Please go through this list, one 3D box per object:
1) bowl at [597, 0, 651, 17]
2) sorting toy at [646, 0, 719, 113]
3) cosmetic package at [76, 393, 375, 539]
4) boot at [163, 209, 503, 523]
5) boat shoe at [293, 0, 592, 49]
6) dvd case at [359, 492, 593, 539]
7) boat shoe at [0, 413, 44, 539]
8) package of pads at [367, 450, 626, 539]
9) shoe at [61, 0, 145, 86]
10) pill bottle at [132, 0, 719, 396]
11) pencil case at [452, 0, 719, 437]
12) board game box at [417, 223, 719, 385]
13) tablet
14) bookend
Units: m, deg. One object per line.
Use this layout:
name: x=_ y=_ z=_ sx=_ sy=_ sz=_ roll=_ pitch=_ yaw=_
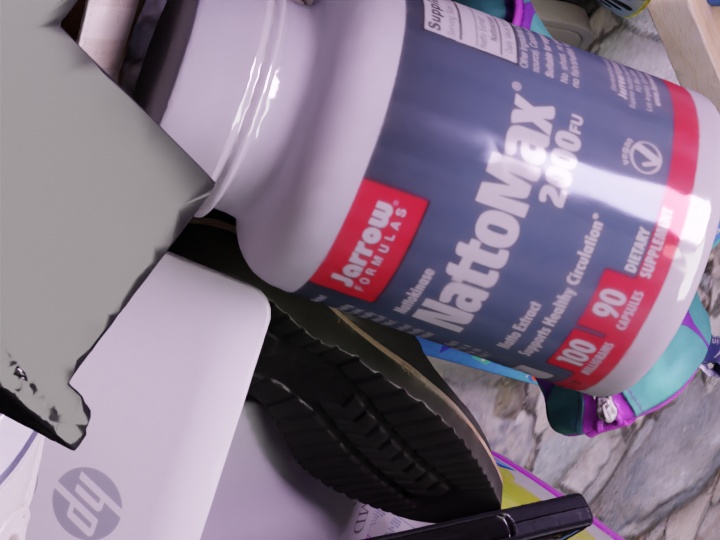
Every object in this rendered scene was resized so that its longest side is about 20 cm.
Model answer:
bowl: x=0.073 y=-0.205 z=1.100 sx=0.201 sy=0.094 sz=0.202 roll=-175 pitch=-90 yaw=-83
sorting toy: x=0.176 y=-0.173 z=1.211 sx=0.200 sy=0.069 sz=0.200 roll=49 pitch=42 yaw=-66
cosmetic package: x=-0.076 y=0.088 z=1.148 sx=0.200 sy=0.081 sz=0.113 roll=-4 pitch=115 yaw=-53
boot: x=0.000 y=0.000 z=1.118 sx=0.200 sy=0.077 sz=0.139 roll=47 pitch=41 yaw=-39
boat shoe: x=0.026 y=-0.134 z=1.170 sx=0.200 sy=0.072 sz=0.063 roll=15 pitch=58 yaw=-52
dvd case: x=-0.014 y=0.136 z=1.126 sx=0.200 sy=0.018 sz=0.143 roll=-6 pitch=157 yaw=-48
boat shoe: x=-0.151 y=0.100 z=0.974 sx=0.070 sy=0.071 sz=0.200 roll=61 pitch=40 yaw=-40
package of pads: x=0.080 y=0.144 z=1.299 sx=0.068 sy=0.200 sz=0.154 roll=-59 pitch=148 yaw=5
shoe: x=-0.114 y=-0.077 z=0.986 sx=0.053 sy=0.070 sz=0.201 roll=24 pitch=85 yaw=-58
pill bottle: x=0.020 y=-0.039 z=1.004 sx=0.199 sy=0.120 sz=0.120 roll=18 pitch=101 yaw=-13
pencil case: x=0.074 y=-0.022 z=1.150 sx=0.200 sy=0.085 sz=0.093 roll=56 pitch=24 yaw=-32
board game box: x=0.092 y=-0.020 z=1.293 sx=0.152 sy=0.045 sz=0.200 roll=-47 pitch=152 yaw=17
tablet: x=-0.119 y=0.078 z=1.040 sx=0.014 sy=0.130 sz=0.201 roll=-30 pitch=140 yaw=-70
bookend: x=-0.118 y=-0.086 z=0.890 sx=0.199 sy=0.092 sz=0.200 roll=44 pitch=75 yaw=-35
